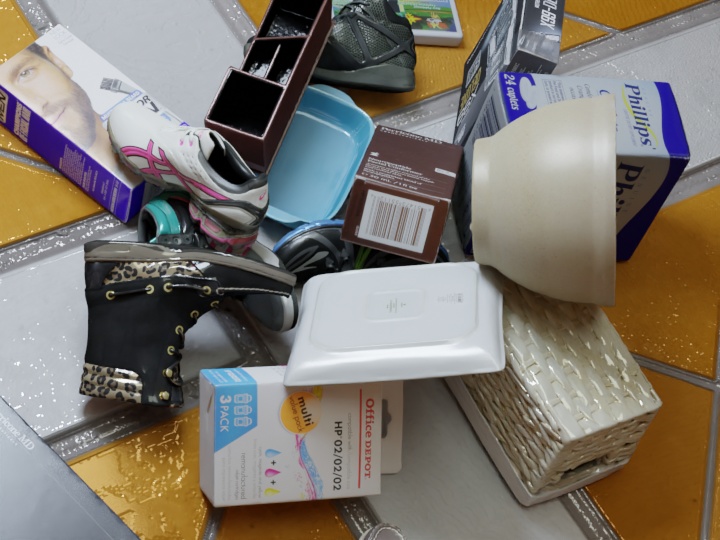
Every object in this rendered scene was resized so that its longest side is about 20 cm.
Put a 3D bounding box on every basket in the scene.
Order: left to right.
[{"bbox_3d":[0.182,0.105,1.588,0.136,0.123,0.200,-17,62,-28],"label":"basket"}]

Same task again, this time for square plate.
[{"bbox_3d":[0.034,0.042,1.500,0.198,0.028,0.200,-5,27,7],"label":"square plate"}]

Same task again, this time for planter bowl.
[{"bbox_3d":[0.173,-0.066,1.524,0.135,0.200,0.200,0,54,7],"label":"planter bowl"}]

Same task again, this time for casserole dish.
[{"bbox_3d":[-0.062,-0.117,1.723,0.121,0.039,0.200,24,53,0],"label":"casserole dish"}]

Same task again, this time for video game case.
[{"bbox_3d":[0.010,-0.344,1.915,0.200,0.022,0.182,1,56,-17],"label":"video game case"}]

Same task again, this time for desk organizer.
[{"bbox_3d":[-0.093,-0.207,1.675,0.072,0.077,0.200,20,68,6],"label":"desk organizer"}]

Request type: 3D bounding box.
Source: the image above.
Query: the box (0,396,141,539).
[{"bbox_3d":[-0.314,0.241,1.354,0.200,0.104,0.182,43,56,14],"label":"box"}]

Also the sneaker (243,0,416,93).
[{"bbox_3d":[-0.031,-0.262,1.785,0.199,0.076,0.114,4,89,-17],"label":"sneaker"}]

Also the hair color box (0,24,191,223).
[{"bbox_3d":[-0.278,-0.154,1.668,0.200,0.065,0.109,37,54,12],"label":"hair color box"}]

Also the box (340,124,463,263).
[{"bbox_3d":[0.046,-0.081,1.648,0.100,0.075,0.200,14,19,1],"label":"box"}]

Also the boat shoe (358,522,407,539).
[{"bbox_3d":[0.028,0.312,1.436,0.072,0.060,0.200,8,54,-11],"label":"boat shoe"}]

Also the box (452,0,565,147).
[{"bbox_3d":[0.162,-0.226,1.767,0.050,0.200,0.158,18,53,-9],"label":"box"}]

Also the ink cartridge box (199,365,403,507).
[{"bbox_3d":[-0.045,0.148,1.490,0.200,0.068,0.115,-2,99,-18],"label":"ink cartridge box"}]

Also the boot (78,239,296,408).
[{"bbox_3d":[-0.167,0.053,1.508,0.200,0.073,0.151,7,88,-7],"label":"boot"}]

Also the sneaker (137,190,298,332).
[{"bbox_3d":[-0.156,-0.006,1.586,0.121,0.084,0.200,-20,57,-33],"label":"sneaker"}]

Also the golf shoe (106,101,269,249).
[{"bbox_3d":[-0.163,-0.113,1.572,0.200,0.092,0.073,38,40,18],"label":"golf shoe"}]

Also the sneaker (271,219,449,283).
[{"bbox_3d":[0.000,0.000,1.639,0.200,0.071,0.083,5,49,-17],"label":"sneaker"}]

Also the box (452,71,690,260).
[{"bbox_3d":[0.218,-0.106,1.709,0.200,0.184,0.105,1,54,-16],"label":"box"}]
